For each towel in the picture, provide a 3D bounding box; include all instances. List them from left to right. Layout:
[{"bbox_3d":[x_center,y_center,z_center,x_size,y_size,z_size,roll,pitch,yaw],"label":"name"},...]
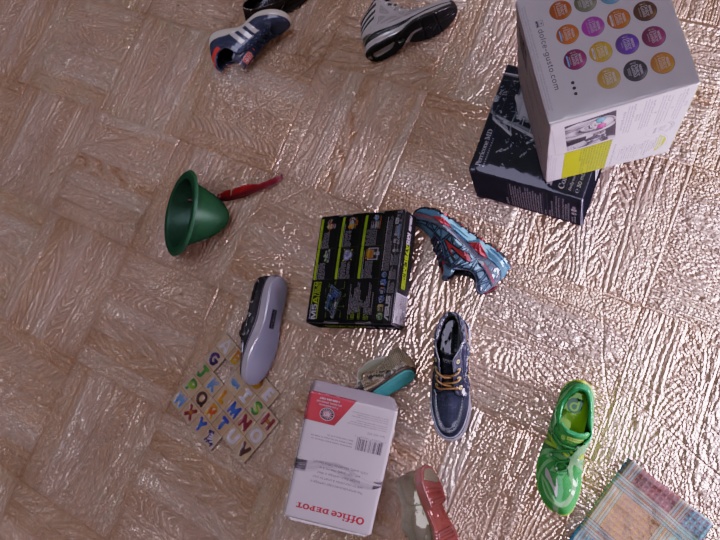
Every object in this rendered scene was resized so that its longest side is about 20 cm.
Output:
[{"bbox_3d":[0.397,0.404,0.973,0.146,0.022,0.202,36,88,22],"label":"towel"}]

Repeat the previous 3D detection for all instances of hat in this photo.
[{"bbox_3d":[-0.280,-0.103,1.336,0.198,0.173,0.171,-19,66,52],"label":"hat"}]

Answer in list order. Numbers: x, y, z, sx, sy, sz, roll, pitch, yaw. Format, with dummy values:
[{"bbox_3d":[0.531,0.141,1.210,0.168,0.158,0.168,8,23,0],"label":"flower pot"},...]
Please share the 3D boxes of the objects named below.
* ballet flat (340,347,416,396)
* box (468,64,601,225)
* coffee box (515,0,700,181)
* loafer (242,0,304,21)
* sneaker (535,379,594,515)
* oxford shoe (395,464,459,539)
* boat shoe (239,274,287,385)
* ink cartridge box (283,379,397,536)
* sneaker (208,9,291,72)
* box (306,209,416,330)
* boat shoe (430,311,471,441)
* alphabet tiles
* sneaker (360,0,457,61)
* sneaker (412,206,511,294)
[{"bbox_3d":[0.007,0.205,1.136,0.199,0.068,0.076,-39,47,4],"label":"ballet flat"},{"bbox_3d":[0.311,-0.211,1.122,0.192,0.124,0.205,18,81,23],"label":"box"},{"bbox_3d":[0.341,-0.278,0.956,0.192,0.200,0.205,-13,72,11],"label":"coffee box"},{"bbox_3d":[-0.170,-0.591,1.409,0.199,0.071,0.073,-42,67,3],"label":"loafer"},{"bbox_3d":[0.310,0.263,1.007,0.072,0.084,0.206,10,79,19],"label":"sneaker"},{"bbox_3d":[0.107,0.418,1.047,0.073,0.070,0.205,-27,64,31],"label":"oxford shoe"},{"bbox_3d":[-0.192,0.105,1.225,0.065,0.069,0.206,4,79,36],"label":"boat shoe"},{"bbox_3d":[-0.031,0.296,1.060,0.143,0.083,0.206,13,94,-1],"label":"ink cartridge box"},{"bbox_3d":[-0.230,-0.475,1.397,0.195,0.075,0.087,-15,69,24],"label":"sneaker"},{"bbox_3d":[0.000,0.000,1.175,0.189,0.047,0.206,-4,73,37],"label":"box"},{"bbox_3d":[0.143,0.171,1.082,0.069,0.091,0.206,0,75,17],"label":"boat shoe"},{"bbox_3d":[-0.244,0.247,1.231,0.199,0.008,0.168,42,90,24],"label":"alphabet tiles"},{"bbox_3d":[0.085,-0.506,1.301,0.196,0.076,0.118,-21,71,14],"label":"sneaker"},{"bbox_3d":[0.157,-0.033,1.143,0.198,0.079,0.097,36,89,23],"label":"sneaker"}]
